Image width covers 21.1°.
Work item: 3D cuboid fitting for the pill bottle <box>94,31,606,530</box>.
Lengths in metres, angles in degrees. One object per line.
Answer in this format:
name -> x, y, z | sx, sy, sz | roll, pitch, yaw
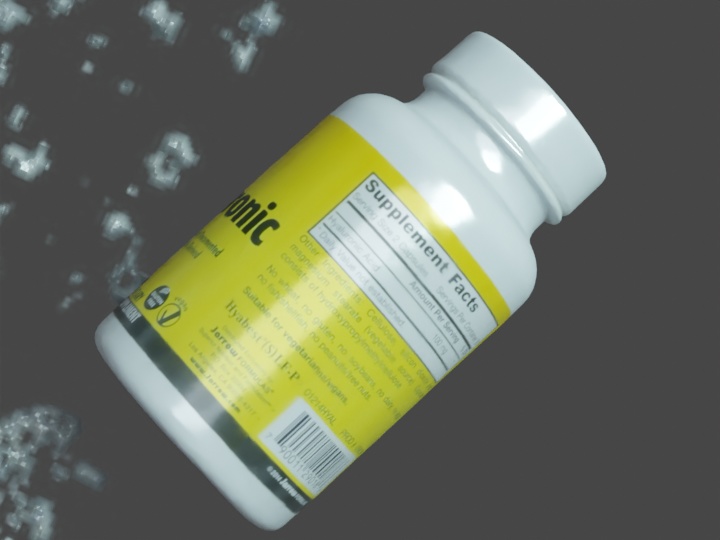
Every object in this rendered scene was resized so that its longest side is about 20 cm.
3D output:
pill bottle -> 0.000, 0.000, 0.781 | 0.200, 0.111, 0.111 | -42, 82, -5
